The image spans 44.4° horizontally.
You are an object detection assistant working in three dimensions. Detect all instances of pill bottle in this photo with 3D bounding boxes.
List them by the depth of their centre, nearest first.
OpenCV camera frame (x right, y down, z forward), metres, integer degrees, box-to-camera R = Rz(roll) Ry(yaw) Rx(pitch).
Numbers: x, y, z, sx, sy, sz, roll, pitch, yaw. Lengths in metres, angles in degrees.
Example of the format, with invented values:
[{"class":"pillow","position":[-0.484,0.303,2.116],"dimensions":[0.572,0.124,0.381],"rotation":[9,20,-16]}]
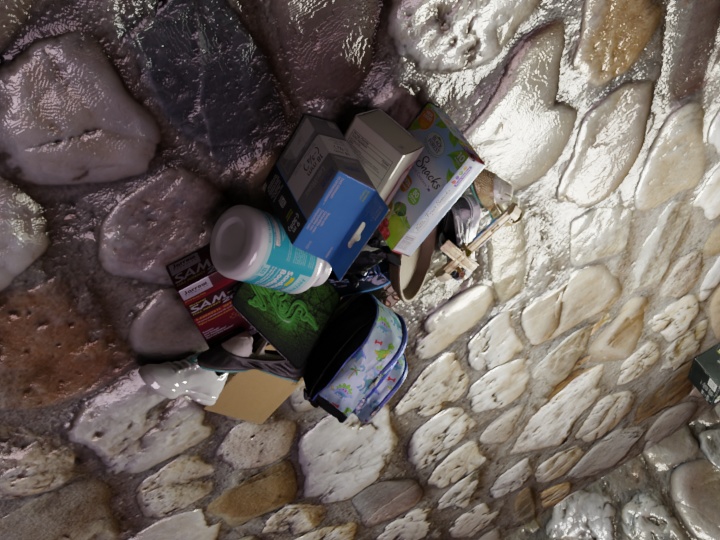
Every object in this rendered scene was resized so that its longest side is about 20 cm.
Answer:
[{"class":"pill bottle","position":[-0.131,-0.027,1.379],"dimensions":[0.111,0.112,0.198],"rotation":[-47,144,20]}]

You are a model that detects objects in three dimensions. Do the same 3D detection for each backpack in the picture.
[{"class":"backpack","position":[0.000,0.154,1.579],"dimensions":[0.146,0.184,0.201],"rotation":[35,102,-22]}]

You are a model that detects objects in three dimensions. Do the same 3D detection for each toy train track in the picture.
[{"class":"toy train track","position":[0.221,-0.044,1.632],"dimensions":[0.200,0.033,0.114],"rotation":[-43,137,15]}]

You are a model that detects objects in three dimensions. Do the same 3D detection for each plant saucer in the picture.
[{"class":"plant saucer","position":[0.094,-0.045,1.563],"dimensions":[0.200,0.029,0.205],"rotation":[14,89,-71]}]

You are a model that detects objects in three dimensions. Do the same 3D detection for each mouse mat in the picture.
[{"class":"mouse mat","position":[-0.120,0.050,1.486],"dimensions":[0.200,0.007,0.163],"rotation":[48,61,-35]}]

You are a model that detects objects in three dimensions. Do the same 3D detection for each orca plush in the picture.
[{"class":"orca plush","position":[0.001,-0.009,1.472],"dimensions":[0.104,0.198,0.073],"rotation":[-20,105,-37]}]

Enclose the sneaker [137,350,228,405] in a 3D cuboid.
[{"class":"sneaker","position":[-0.311,0.179,1.573],"dimensions":[0.089,0.075,0.199],"rotation":[-53,148,7]}]

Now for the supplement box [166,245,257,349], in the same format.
[{"class":"supplement box","position":[-0.236,0.047,1.468],"dimensions":[0.107,0.061,0.201],"rotation":[-28,144,-8]}]

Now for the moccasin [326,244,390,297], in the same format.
[{"class":"moccasin","position":[0.000,0.000,1.585],"dimensions":[0.197,0.081,0.069],"rotation":[-25,147,-13]}]

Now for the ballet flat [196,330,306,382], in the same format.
[{"class":"ballet flat","position":[-0.182,0.142,1.512],"dimensions":[0.196,0.068,0.070],"rotation":[10,104,-28]}]

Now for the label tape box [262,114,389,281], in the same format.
[{"class":"label tape box","position":[-0.057,-0.109,1.302],"dimensions":[0.062,0.202,0.145],"rotation":[8,129,-40]}]

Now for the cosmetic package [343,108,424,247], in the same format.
[{"class":"cosmetic package","position":[0.001,-0.139,1.384],"dimensions":[0.201,0.103,0.087],"rotation":[-56,167,31]}]

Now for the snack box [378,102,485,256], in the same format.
[{"class":"snack box","position":[0.094,-0.146,1.431],"dimensions":[0.052,0.143,0.201],"rotation":[15,124,-45]}]

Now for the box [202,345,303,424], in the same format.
[{"class":"box","position":[-0.193,0.219,1.734],"dimensions":[0.200,0.021,0.162],"rotation":[-45,138,18]}]

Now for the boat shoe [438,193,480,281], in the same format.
[{"class":"boat shoe","position":[0.179,-0.054,1.674],"dimensions":[0.067,0.072,0.202],"rotation":[-18,141,-20]}]

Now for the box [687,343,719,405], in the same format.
[{"class":"box","position":[1.211,0.322,2.915],"dimensions":[0.197,0.125,0.150],"rotation":[-28,147,-9]}]

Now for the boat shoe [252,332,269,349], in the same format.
[{"class":"boat shoe","position":[-0.170,0.108,1.584],"dimensions":[0.199,0.072,0.068],"rotation":[-37,144,5]}]

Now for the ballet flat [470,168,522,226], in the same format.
[{"class":"ballet flat","position":[0.258,-0.138,1.634],"dimensions":[0.064,0.072,0.200],"rotation":[-1,163,24]}]

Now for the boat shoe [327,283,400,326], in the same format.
[{"class":"boat shoe","position":[0.011,0.048,1.669],"dimensions":[0.199,0.068,0.072],"rotation":[-38,116,10]}]
